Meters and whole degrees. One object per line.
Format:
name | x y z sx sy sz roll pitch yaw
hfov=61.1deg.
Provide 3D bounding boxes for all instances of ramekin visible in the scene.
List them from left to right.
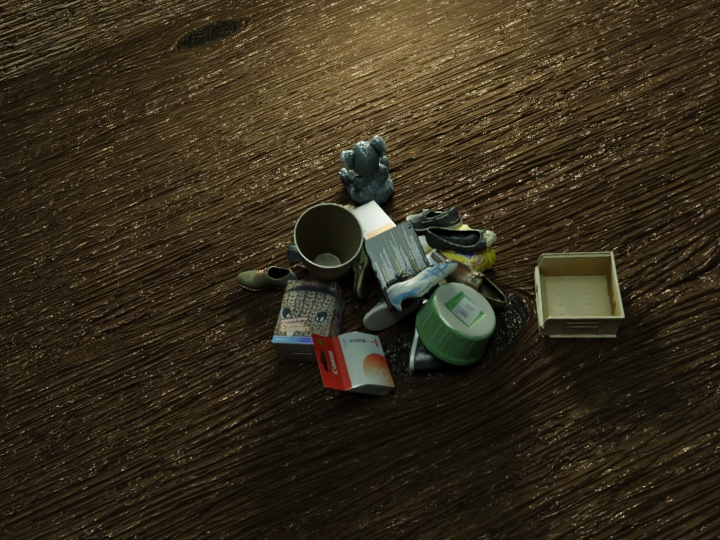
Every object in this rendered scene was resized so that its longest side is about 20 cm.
ramekin | 0.245 0.128 1.539 0.195 0.099 0.203 14 43 -13

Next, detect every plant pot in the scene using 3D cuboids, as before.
plant pot | -0.091 -0.051 1.683 0.182 0.201 0.192 2 65 -5

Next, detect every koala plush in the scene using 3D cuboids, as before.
koala plush | 0.022 -0.323 1.922 0.173 0.202 0.186 -20 51 -4

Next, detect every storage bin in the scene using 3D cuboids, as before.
storage bin | 0.557 0.062 1.576 0.193 0.095 0.204 -1 53 11

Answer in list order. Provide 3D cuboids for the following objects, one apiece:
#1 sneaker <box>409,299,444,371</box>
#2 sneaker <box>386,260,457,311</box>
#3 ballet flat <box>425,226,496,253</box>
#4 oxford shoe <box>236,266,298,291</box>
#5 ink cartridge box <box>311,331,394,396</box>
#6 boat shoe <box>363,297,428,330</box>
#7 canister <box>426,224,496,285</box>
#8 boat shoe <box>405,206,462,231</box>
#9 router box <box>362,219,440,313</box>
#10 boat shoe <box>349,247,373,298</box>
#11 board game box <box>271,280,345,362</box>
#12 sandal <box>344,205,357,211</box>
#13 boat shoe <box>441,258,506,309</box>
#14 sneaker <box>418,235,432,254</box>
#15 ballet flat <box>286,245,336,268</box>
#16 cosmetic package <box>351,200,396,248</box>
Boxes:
sneaker | 0.189 0.174 1.593 0.096 0.071 0.204 6 58 12
sneaker | 0.163 0.036 1.549 0.197 0.072 0.074 -29 84 1
ballet flat | 0.272 -0.087 1.666 0.194 0.057 0.068 0 56 15
oxford shoe | -0.282 0.014 1.811 0.194 0.076 0.072 -1 53 12
ink cartridge box | -0.018 0.224 1.533 0.050 0.197 0.165 -46 43 30
boat shoe | 0.087 0.088 1.687 0.196 0.076 0.093 -25 35 -7
canister | 0.259 -0.017 1.709 0.198 0.087 0.149 -36 55 -14
boat shoe | 0.211 -0.162 1.813 0.197 0.064 0.073 5 40 42
router box | 0.107 -0.012 1.624 0.146 0.051 0.204 -23 78 -1
boat shoe | 0.000 -0.001 1.769 0.064 0.073 0.204 -2 47 18
board game box | -0.138 0.138 1.670 0.155 0.098 0.204 0 53 12
sandal | -0.082 -0.141 1.906 0.198 0.055 0.080 -30 57 -30
boat shoe | 0.302 0.028 1.608 0.197 0.068 0.073 32 70 -10
sneaker | 0.141 -0.029 1.764 0.196 0.075 0.088 -27 59 2
ballet flat | -0.126 -0.035 1.828 0.194 0.074 0.074 1 52 6
cosmetic package | 0.043 -0.111 1.767 0.100 0.072 0.201 -26 40 -9
